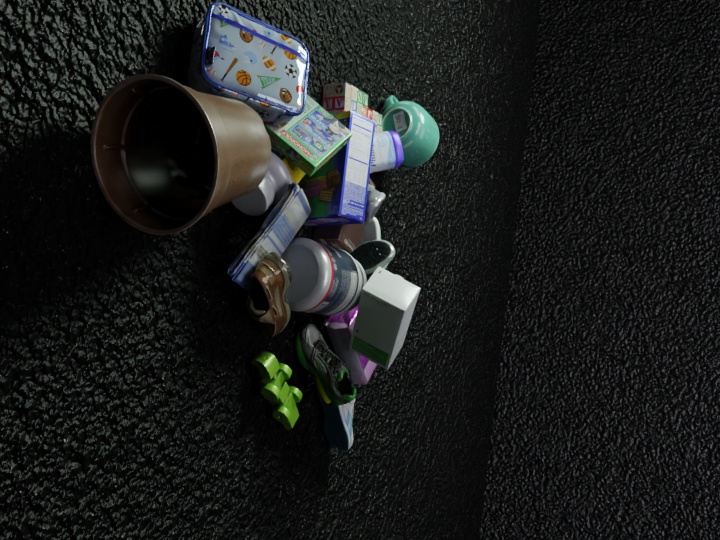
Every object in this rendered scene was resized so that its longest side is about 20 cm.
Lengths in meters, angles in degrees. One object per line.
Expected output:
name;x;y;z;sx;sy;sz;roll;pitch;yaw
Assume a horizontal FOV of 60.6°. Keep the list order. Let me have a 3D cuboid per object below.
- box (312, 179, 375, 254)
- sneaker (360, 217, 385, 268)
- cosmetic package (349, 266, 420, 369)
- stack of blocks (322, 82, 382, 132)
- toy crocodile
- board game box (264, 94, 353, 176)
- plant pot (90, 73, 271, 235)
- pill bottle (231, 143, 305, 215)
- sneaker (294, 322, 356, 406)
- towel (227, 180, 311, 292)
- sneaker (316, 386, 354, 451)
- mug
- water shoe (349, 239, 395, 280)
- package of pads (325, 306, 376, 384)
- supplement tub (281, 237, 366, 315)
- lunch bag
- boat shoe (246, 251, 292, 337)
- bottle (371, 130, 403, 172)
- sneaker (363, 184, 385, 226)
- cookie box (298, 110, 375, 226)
box;-0.035;-0.136;1.406;0.100;0.074;0.203;48;53;-55
sneaker;0.032;-0.067;1.527;0.118;0.073;0.203;-46;149;-45
cosmetic package;0.050;0.105;1.335;0.085;0.106;0.202;-50;159;-41
stack of blocks;-0.015;-0.350;1.429;0.199;0.058;0.117;-1;94;-64
toy crocodile;-0.164;0.241;1.218;0.202;0.061;0.068;75;31;-42
board game box;-0.125;-0.268;1.084;0.135;0.199;0.029;-49;179;-41
plant pot;-0.236;-0.170;0.878;0.198;0.197;0.204;-37;126;-66
pill bottle;-0.156;-0.190;1.107;0.201;0.110;0.112;-61;144;-41
sneaker;-0.069;0.197;1.326;0.078;0.085;0.202;-41;105;-44
towel;-0.158;-0.055;1.099;0.201;0.024;0.147;-56;169;-7
sneaker;-0.044;0.329;1.441;0.081;0.076;0.203;-32;122;-50
mug;0.102;-0.363;1.593;0.114;0.184;0.154;18;102;-60
water shoe;0.000;0.000;1.376;0.079;0.198;0.072;32;34;-52
package of pads;-0.012;0.168;1.487;0.121;0.075;0.202;-59;142;-42
supplement tub;-0.083;0.018;1.252;0.199;0.138;0.143;16;80;-63
lunch bag;-0.180;-0.335;0.997;0.198;0.075;0.163;16;71;-34
boat shoe;-0.174;0.053;1.115;0.074;0.075;0.202;-40;153;-35
bottle;-0.004;-0.252;1.351;0.197;0.065;0.085;-13;94;-22
sneaker;-0.007;-0.149;1.267;0.075;0.081;0.200;-58;-162;8
cookie box;-0.064;-0.196;1.215;0.075;0.169;0.204;13;81;-45
